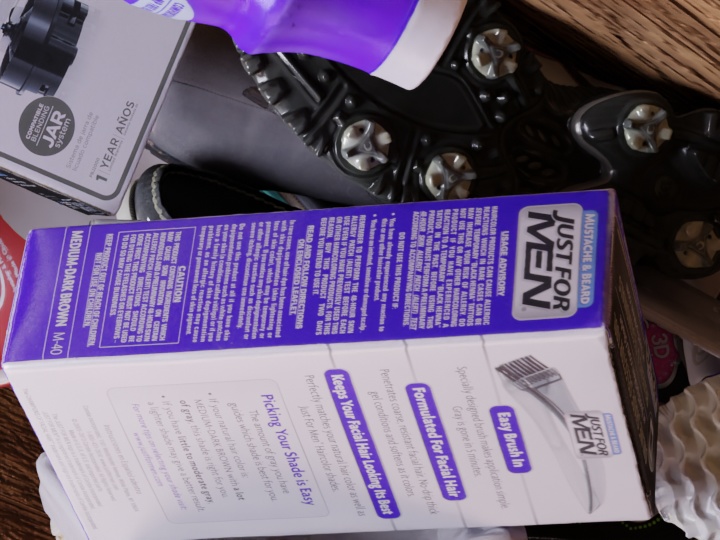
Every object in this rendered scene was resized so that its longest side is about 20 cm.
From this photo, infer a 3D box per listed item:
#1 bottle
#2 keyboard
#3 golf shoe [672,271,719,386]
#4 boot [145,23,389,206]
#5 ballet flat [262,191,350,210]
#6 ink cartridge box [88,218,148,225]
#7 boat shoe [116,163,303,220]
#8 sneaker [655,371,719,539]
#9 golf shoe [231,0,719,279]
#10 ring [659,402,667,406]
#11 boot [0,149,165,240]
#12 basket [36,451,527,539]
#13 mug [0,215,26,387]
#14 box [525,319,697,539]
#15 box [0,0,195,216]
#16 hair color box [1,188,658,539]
[{"bbox_3d":[-0.065,-0.113,0.862,0.200,0.065,0.084,24,173,-13],"label":"bottle"},{"bbox_3d":[0.051,-0.018,1.045,0.200,0.011,0.056,29,-162,17],"label":"keyboard"},{"bbox_3d":[0.178,0.039,1.127,0.200,0.095,0.078,25,144,-38],"label":"golf shoe"},{"bbox_3d":[0.019,-0.054,1.136,0.200,0.070,0.132,12,177,-25],"label":"boot"},{"bbox_3d":[-0.029,-0.030,1.324,0.073,0.073,0.200,26,179,-32],"label":"ballet flat"},{"bbox_3d":[-0.005,0.020,1.081,0.200,0.037,0.095,2,146,-12],"label":"ink cartridge box"},{"bbox_3d":[0.000,0.000,1.154,0.200,0.072,0.068,24,129,-22],"label":"boat shoe"},{"bbox_3d":[0.200,0.051,1.031,0.200,0.070,0.100,-15,176,16],"label":"sneaker"},{"bbox_3d":[0.037,-0.051,1.011,0.200,0.077,0.088,25,179,-22],"label":"golf shoe"},{"bbox_3d":[0.113,0.123,1.144,0.200,0.019,0.200,13,133,14],"label":"ring"},{"bbox_3d":[-0.086,-0.066,1.274,0.074,0.096,0.200,55,152,-16],"label":"boot"},{"bbox_3d":[-0.026,0.135,1.094,0.136,0.123,0.200,-13,-163,-17],"label":"basket"},{"bbox_3d":[-0.149,-0.015,1.468,0.177,0.133,0.200,31,-162,21],"label":"mug"},{"bbox_3d":[0.108,0.061,1.288,0.200,0.124,0.149,6,174,5],"label":"box"},{"bbox_3d":[-0.156,-0.108,1.009,0.200,0.117,0.060,22,177,-13],"label":"box"},{"bbox_3d":[-0.006,0.034,0.990,0.200,0.065,0.109,-2,142,13],"label":"hair color box"}]
